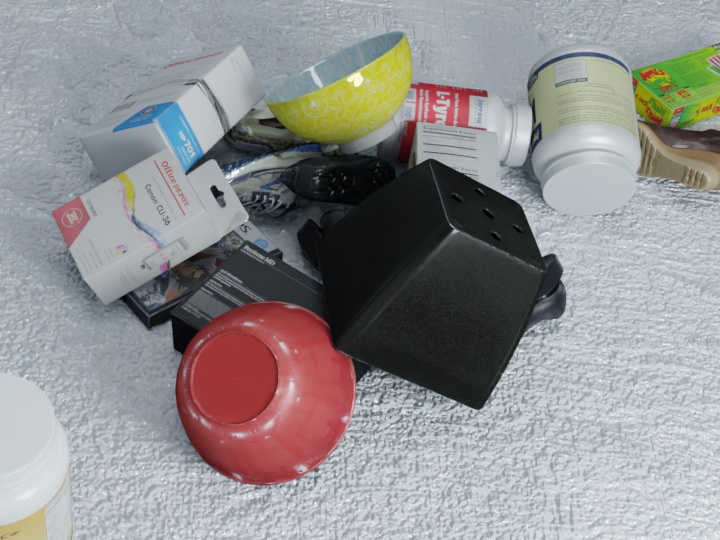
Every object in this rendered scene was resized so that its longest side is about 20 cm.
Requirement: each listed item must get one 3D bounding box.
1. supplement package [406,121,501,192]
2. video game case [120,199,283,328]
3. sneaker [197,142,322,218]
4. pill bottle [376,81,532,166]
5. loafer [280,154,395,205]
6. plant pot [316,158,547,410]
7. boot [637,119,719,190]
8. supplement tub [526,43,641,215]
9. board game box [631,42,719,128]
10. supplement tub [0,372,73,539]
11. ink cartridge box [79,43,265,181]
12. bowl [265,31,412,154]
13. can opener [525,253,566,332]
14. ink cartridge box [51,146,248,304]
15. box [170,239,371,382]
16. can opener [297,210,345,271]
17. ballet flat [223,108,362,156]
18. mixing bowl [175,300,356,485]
[{"bbox_3d":[0.115,-0.081,1.652,0.109,0.114,0.200,7,43,-5],"label":"supplement package"},{"bbox_3d":[-0.228,-0.031,1.601,0.200,0.026,0.181,-27,56,-32],"label":"video game case"},{"bbox_3d":[-0.118,-0.105,1.646,0.200,0.085,0.077,-19,9,-39],"label":"sneaker"},{"bbox_3d":[0.127,-0.194,1.767,0.200,0.112,0.112,6,45,-4],"label":"pill bottle"},{"bbox_3d":[-0.024,-0.119,1.659,0.070,0.068,0.201,16,11,32],"label":"loafer"},{"bbox_3d":[0.089,0.000,1.428,0.199,0.177,0.200,24,31,-25],"label":"plant pot"},{"bbox_3d":[0.457,-0.177,1.862,0.200,0.072,0.166,33,34,27],"label":"boot"},{"bbox_3d":[0.302,-0.190,1.758,0.145,0.145,0.200,5,58,-6],"label":"supplement tub"},{"bbox_3d":[0.503,-0.278,1.965,0.200,0.048,0.102,-20,52,-28],"label":"board game box"},{"bbox_3d":[-0.346,0.205,1.220,0.145,0.200,0.145,5,45,-5],"label":"supplement tub"},{"bbox_3d":[-0.241,-0.201,1.682,0.146,0.086,0.200,-7,30,38],"label":"ink cartridge box"},{"bbox_3d":[-0.010,-0.214,1.662,0.200,0.108,0.200,-24,18,9],"label":"bowl"},{"bbox_3d":[0.178,0.062,1.560,0.200,0.079,0.063,-43,23,-25],"label":"can opener"},{"bbox_3d":[-0.246,-0.063,1.526,0.200,0.068,0.117,-30,58,-5],"label":"ink cartridge box"},{"bbox_3d":[-0.094,0.074,1.479,0.200,0.079,0.141,31,56,19],"label":"box"},{"bbox_3d":[0.000,0.000,1.590,0.063,0.079,0.200,23,25,-55],"label":"can opener"},{"bbox_3d":[-0.087,-0.179,1.744,0.200,0.072,0.072,14,45,3],"label":"ballet flat"},{"bbox_3d":[-0.114,0.120,1.345,0.200,0.108,0.200,-3,77,14],"label":"mixing bowl"}]
